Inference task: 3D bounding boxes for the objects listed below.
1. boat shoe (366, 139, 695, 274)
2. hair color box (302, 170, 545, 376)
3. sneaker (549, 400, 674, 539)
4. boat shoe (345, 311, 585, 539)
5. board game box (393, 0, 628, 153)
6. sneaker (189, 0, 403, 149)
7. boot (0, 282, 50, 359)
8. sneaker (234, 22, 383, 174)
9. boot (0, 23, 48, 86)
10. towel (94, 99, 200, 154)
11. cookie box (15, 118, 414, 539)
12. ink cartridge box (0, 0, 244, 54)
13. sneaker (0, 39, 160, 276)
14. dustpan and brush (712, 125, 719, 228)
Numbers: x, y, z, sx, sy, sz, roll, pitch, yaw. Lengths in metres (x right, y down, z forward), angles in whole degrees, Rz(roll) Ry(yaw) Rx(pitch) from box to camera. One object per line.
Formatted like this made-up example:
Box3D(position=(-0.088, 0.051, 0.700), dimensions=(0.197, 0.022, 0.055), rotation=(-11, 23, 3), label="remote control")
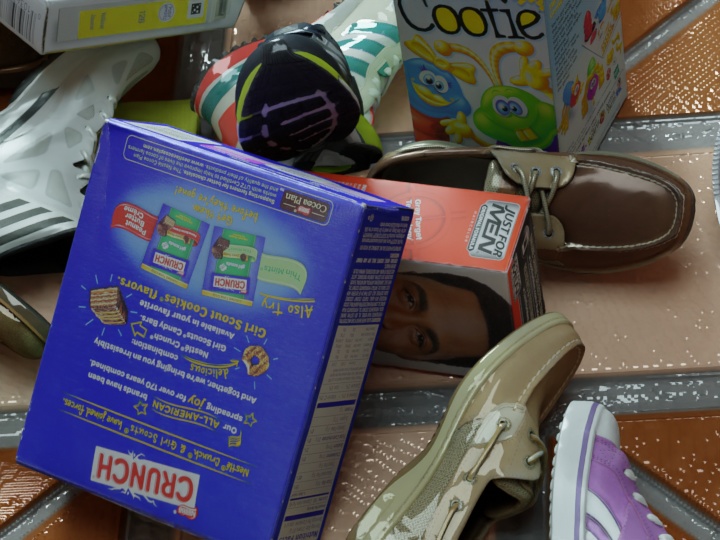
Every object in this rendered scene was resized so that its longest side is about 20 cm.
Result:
Box3D(position=(0.095, -0.037, 1.624), dimensions=(0.200, 0.072, 0.076), rotation=(3, 91, 22), label="boat shoe")
Box3D(position=(0.000, 0.000, 1.600), dimensions=(0.200, 0.102, 0.061), rotation=(6, 50, 16), label="hair color box")
Box3D(position=(0.153, 0.159, 1.452), dimensions=(0.114, 0.073, 0.201), rotation=(-1, 57, 4), label="sneaker")
Box3D(position=(0.070, 0.109, 1.514), dimensions=(0.064, 0.071, 0.200), rotation=(29, 66, 24), label="boat shoe")
Box3D(position=(0.089, -0.155, 1.661), dimensions=(0.103, 0.200, 0.105), rotation=(15, 51, 22), label="board game box")
Box3D(position=(-0.003, -0.120, 1.748), dimensions=(0.200, 0.070, 0.093), rotation=(-27, 66, -18), label="sneaker")
Box3D(position=(-0.260, 0.022, 1.662), dimensions=(0.200, 0.074, 0.075), rotation=(24, 74, 34), label="boot")
Box3D(position=(-0.039, -0.107, 1.608), dimensions=(0.074, 0.200, 0.081), rotation=(-18, 78, 2), label="sneaker")
Box3D(position=(-0.297, -0.154, 1.806), dimensions=(0.200, 0.075, 0.074), rotation=(-10, 48, 2), label="boot")
Box3D(position=(-0.201, -0.066, 1.758), dimensions=(0.200, 0.018, 0.086), rotation=(-4, 52, 5), label="towel")
Box3D(position=(-0.082, 0.036, 1.522), dimensions=(0.171, 0.075, 0.200), rotation=(19, 97, 25), label="cookie box")
Box3D(position=(-0.169, -0.204, 1.772), dimensions=(0.200, 0.047, 0.198), rotation=(-9, 32, -38), label="ink cartridge box")
Box3D(position=(-0.174, -0.064, 1.712), dimensions=(0.115, 0.076, 0.200), rotation=(42, 62, 14), label="sneaker")
Box3D(position=(0.268, -0.101, 1.675), dimensions=(0.139, 0.057, 0.200), rotation=(-11, 46, 0), label="dustpan and brush")
